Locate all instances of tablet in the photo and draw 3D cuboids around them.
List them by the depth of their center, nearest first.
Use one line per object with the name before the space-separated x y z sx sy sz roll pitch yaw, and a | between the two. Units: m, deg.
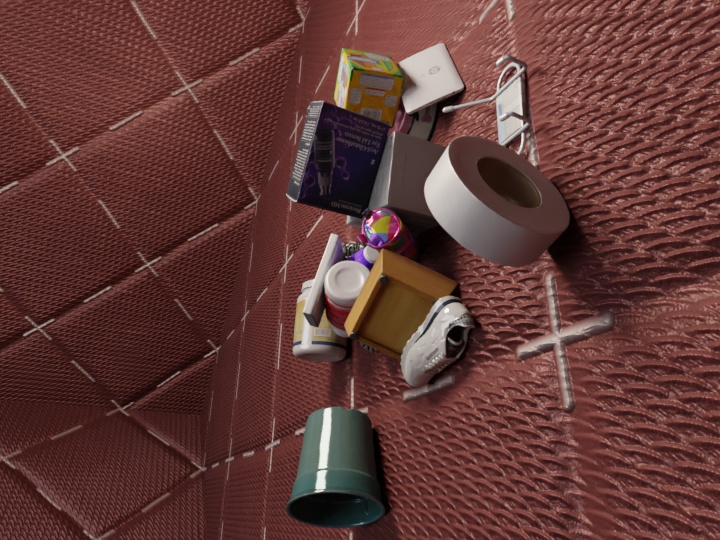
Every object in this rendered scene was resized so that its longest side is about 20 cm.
tablet | 0.145 -0.429 1.161 0.130 0.014 0.200 -21 49 13

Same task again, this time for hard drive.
hard drive | -0.087 0.027 1.267 0.132 0.027 0.200 82 -155 -71

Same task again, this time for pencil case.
pencil case | 0.062 -0.062 1.063 0.200 0.088 0.089 31 -116 -66

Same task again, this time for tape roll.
tape roll | 0.193 -0.102 0.750 0.071 0.202 0.203 122 150 -41

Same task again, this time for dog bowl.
dog bowl | 0.104 -0.362 1.252 0.200 0.074 0.201 -169 90 -68

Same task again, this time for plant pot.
plant pot | -0.049 0.412 1.119 0.196 0.200 0.200 -89 24 -43

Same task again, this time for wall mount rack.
wall mount rack | 0.223 -0.271 0.924 0.174 0.074 0.200 144 133 -59

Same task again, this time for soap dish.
soap dish | 0.071 0.075 1.010 0.081 0.157 0.200 -67 3 -59

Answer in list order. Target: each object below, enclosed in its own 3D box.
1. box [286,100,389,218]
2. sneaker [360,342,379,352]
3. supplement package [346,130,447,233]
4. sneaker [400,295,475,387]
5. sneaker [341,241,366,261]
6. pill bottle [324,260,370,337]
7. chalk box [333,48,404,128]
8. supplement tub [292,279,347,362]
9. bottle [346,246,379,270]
box | -0.048 -0.221 1.058 0.104 0.148 0.200 -142 65 -65
sneaker | 0.054 0.084 1.166 0.200 0.080 0.075 -68 -22 -1
supplement package | 0.083 -0.172 1.109 0.200 0.150 0.152 165 114 -65
sneaker | 0.137 0.144 0.944 0.081 0.076 0.200 57 133 47
sneaker | -0.020 -0.042 1.378 0.200 0.086 0.081 160 117 -64
pill bottle | -0.029 0.076 1.258 0.200 0.112 0.112 94 172 -55
chalk box | 0.012 -0.433 1.222 0.200 0.124 0.124 -106 23 -50
supplement tub | -0.104 0.137 1.419 0.144 0.144 0.200 145 132 -59
bottle | 0.000 0.000 1.296 0.065 0.083 0.200 -61 6 -33
